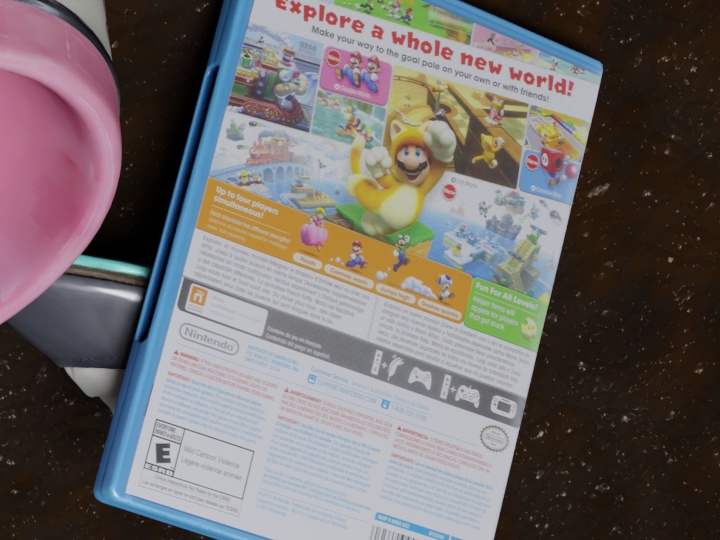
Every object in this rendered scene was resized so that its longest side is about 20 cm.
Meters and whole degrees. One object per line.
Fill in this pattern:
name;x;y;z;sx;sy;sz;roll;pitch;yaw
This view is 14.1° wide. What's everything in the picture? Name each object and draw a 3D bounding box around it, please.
video game case;0.000;0.000;0.975;0.143;0.018;0.200;20;76;-26
ballet flat;-0.040;0.031;0.998;0.200;0.073;0.073;5;113;-24
dog bowl;-0.160;-0.038;0.873;0.200;0.074;0.200;-19;150;-11
